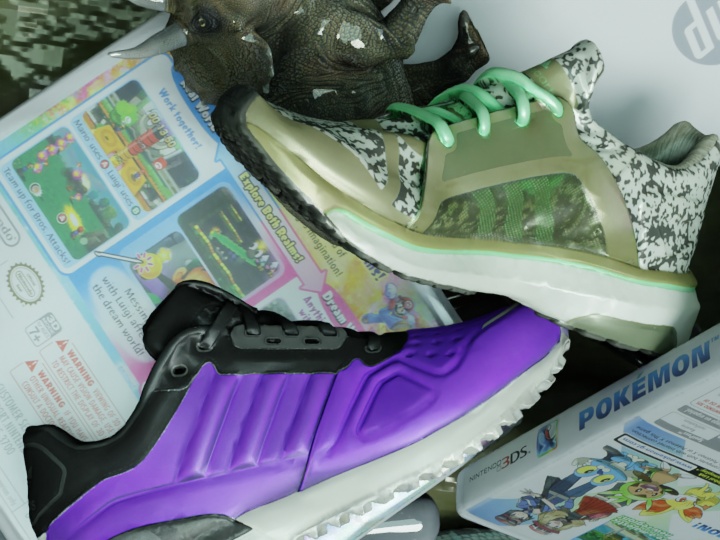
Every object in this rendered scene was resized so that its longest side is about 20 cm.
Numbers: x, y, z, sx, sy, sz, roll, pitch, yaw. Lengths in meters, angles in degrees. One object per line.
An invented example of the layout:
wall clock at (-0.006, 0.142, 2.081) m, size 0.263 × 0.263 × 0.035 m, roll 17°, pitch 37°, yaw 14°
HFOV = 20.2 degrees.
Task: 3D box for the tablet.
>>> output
tablet at (0.109, -0.102, 0.713) m, size 0.130 × 0.014 × 0.200 m, roll 41°, pitch 118°, yaw -14°

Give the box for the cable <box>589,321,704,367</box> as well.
cable at (0.139, 0.061, 0.773) m, size 0.200 × 0.097 × 0.051 m, roll 41°, pitch 74°, yaw -36°

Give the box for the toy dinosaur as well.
toy dinosaur at (-0.004, -0.057, 0.705) m, size 0.102 × 0.077 × 0.201 m, roll -27°, pitch 128°, yaw 9°

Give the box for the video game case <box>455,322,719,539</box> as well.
video game case at (0.165, 0.079, 0.719) m, size 0.199 × 0.182 × 0.022 m, roll 23°, pitch 53°, yaw -27°

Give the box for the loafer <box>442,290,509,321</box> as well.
loafer at (0.000, 0.000, 0.786) m, size 0.199 × 0.073 × 0.072 m, roll -25°, pitch 99°, yaw -9°

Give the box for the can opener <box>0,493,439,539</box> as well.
can opener at (-0.067, 0.095, 0.781) m, size 0.198 × 0.067 × 0.054 m, roll -5°, pitch 94°, yaw -4°

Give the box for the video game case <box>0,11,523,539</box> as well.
video game case at (-0.068, 0.023, 0.739) m, size 0.181 × 0.024 × 0.201 m, roll -34°, pitch 89°, yaw -6°

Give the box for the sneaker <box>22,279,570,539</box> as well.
sneaker at (-0.027, 0.041, 0.695) m, size 0.199 × 0.070 × 0.100 m, roll -27°, pitch 87°, yaw -7°

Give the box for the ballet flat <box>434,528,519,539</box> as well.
ballet flat at (0.081, 0.143, 0.812) m, size 0.198 × 0.071 × 0.070 m, roll 6°, pitch 92°, yaw -11°

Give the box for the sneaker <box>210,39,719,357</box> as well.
sneaker at (0.041, -0.039, 0.654) m, size 0.199 × 0.077 × 0.089 m, roll 17°, pitch 99°, yaw -36°

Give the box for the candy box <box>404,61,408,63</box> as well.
candy box at (0.078, -0.173, 0.795) m, size 0.166 × 0.072 × 0.202 m, roll -3°, pitch 93°, yaw -12°
